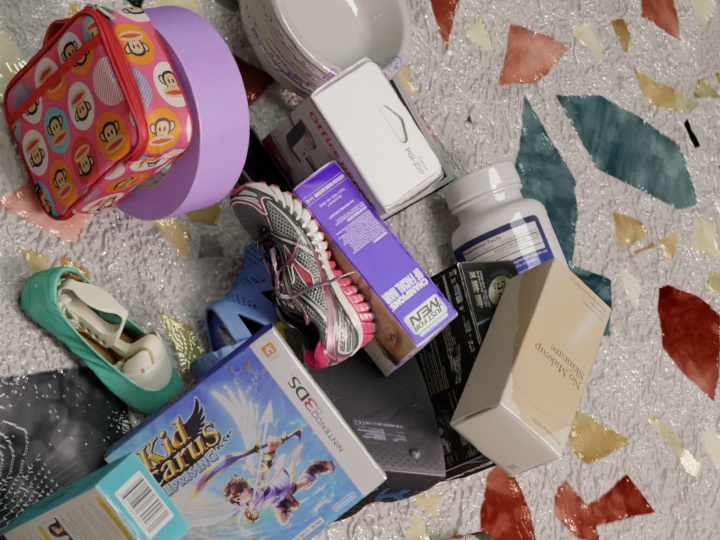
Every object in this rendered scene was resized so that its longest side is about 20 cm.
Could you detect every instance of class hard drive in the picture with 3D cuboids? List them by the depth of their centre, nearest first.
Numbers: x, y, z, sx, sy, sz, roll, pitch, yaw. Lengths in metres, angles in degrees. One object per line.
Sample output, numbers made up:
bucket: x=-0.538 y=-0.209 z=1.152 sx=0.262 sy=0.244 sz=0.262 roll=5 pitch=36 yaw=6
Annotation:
hard drive: x=0.007 y=0.143 z=1.637 sx=0.134 sy=0.043 sz=0.201 roll=8 pitch=37 yaw=-19

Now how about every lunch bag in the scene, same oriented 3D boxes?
lunch bag: x=-0.253 y=-0.159 z=1.514 sx=0.082 sy=0.200 sz=0.177 roll=-13 pitch=76 yaw=-44

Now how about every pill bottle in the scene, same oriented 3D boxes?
pill bottle: x=0.174 y=-0.017 z=1.868 sx=0.119 sy=0.119 sz=0.201 roll=-13 pitch=79 yaw=-43

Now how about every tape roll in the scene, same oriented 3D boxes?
tape roll: x=-0.197 y=-0.153 z=1.558 sx=0.065 sy=0.200 sz=0.201 roll=-20 pitch=83 yaw=-44

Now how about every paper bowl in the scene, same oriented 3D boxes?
paper bowl: x=-0.047 y=-0.279 z=1.811 sx=0.200 sy=0.104 sz=0.202 roll=19 pitch=57 yaw=-32

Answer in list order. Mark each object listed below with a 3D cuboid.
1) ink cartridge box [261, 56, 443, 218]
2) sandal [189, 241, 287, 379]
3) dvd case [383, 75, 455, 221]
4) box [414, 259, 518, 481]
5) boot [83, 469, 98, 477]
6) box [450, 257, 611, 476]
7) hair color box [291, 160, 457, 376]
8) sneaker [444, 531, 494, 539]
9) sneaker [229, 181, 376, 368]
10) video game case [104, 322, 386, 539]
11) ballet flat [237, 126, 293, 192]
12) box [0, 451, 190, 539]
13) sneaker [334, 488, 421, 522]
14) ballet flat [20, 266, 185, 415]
ink cartridge box: x=-0.012 y=-0.119 z=1.681 sx=0.085 sy=0.200 sz=0.146 roll=-35 pitch=92 yaw=-22
sandal: x=-0.118 y=0.051 z=1.618 sx=0.087 sy=0.079 sz=0.201 roll=25 pitch=54 yaw=-26
dvd case: x=0.011 y=-0.134 z=1.850 sx=0.200 sy=0.025 sz=0.151 roll=-31 pitch=91 yaw=-43
box: x=0.109 y=0.110 z=1.722 sx=0.086 sy=0.163 sz=0.202 roll=-2 pitch=71 yaw=-40
boot: x=-0.175 y=0.264 z=1.407 sx=0.067 sy=0.130 sz=0.201 roll=-26 pitch=95 yaw=-25
box: x=0.173 y=0.096 z=1.615 sx=0.095 sy=0.078 sz=0.201 roll=40 pitch=49 yaw=-19
hair color box: x=0.000 y=0.000 z=1.627 sx=0.065 sy=0.109 sz=0.200 roll=-38 pitch=85 yaw=-26
sneaker: x=0.115 y=0.376 z=1.668 sx=0.107 sy=0.067 sz=0.203 roll=-4 pitch=69 yaw=-40
sneaker: x=-0.065 y=0.001 z=1.580 sx=0.074 sy=0.081 sz=0.201 roll=-35 pitch=88 yaw=-30
video game case: x=-0.107 y=0.182 z=1.503 sx=0.200 sy=0.045 sz=0.182 roll=-38 pitch=96 yaw=-2
ballet flat: x=-0.103 y=-0.108 z=1.717 sx=0.201 sy=0.057 sz=0.066 roll=54 pitch=45 yaw=-7
box: x=-0.229 y=0.222 z=1.352 sx=0.083 sy=0.200 sz=0.049 roll=53 pitch=48 yaw=-7
sneaker: x=-0.012 y=0.203 z=1.650 sx=0.199 sy=0.076 sz=0.077 roll=-5 pitch=45 yaw=-39
ballet flat: x=-0.230 y=0.068 z=1.516 sx=0.200 sy=0.070 sz=0.068 roll=41 pitch=48 yaw=-18
